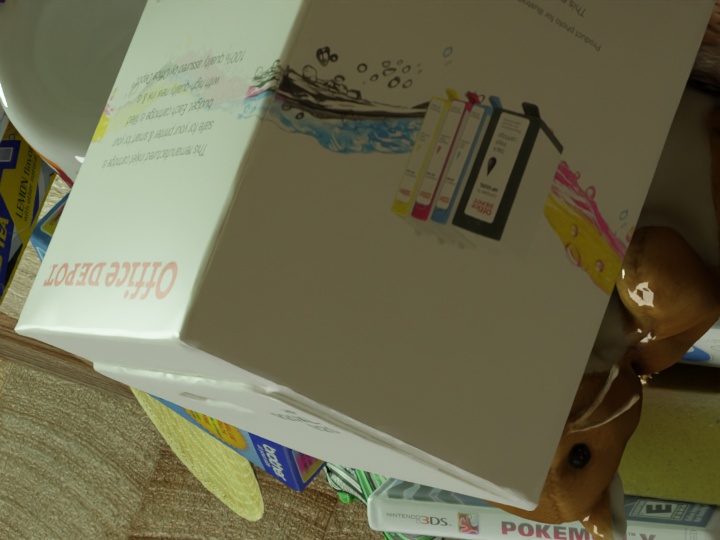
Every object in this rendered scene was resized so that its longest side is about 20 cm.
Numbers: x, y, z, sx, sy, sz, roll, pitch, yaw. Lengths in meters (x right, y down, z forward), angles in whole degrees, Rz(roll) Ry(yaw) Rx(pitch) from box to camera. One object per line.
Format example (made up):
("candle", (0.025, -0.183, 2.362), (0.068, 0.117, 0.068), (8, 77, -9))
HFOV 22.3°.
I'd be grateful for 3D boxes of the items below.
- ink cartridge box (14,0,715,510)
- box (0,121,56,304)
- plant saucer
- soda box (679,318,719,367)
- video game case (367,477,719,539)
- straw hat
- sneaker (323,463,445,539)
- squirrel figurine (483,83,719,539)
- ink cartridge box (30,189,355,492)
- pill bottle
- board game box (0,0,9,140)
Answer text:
("ink cartridge box", (0.001, -0.040, 0.628), (0.145, 0.200, 0.147), (26, 168, -27))
("box", (-0.198, -0.056, 0.916), (0.064, 0.200, 0.070), (11, 166, 42))
("plant saucer", (0.174, 0.063, 0.982), (0.200, 0.048, 0.200), (4, -163, 27))
("soda box", (0.181, 0.010, 0.885), (0.068, 0.064, 0.200), (28, 165, -40))
("video game case", (0.125, 0.101, 0.988), (0.182, 0.023, 0.200), (2, -163, 24))
("straw hat", (-0.094, 0.058, 1.199), (0.201, 0.085, 0.201), (45, 158, 24))
("sneaker", (-0.009, 0.092, 1.108), (0.078, 0.085, 0.200), (1, -145, -39))
("squirrel figurine", (0.101, 0.020, 0.774), (0.141, 0.187, 0.200), (19, 169, 9))
("ink cartridge box", (-0.073, 0.035, 1.011), (0.200, 0.076, 0.136), (28, 155, 25))
("pill bottle", (-0.094, -0.074, 0.873), (0.113, 0.113, 0.200), (19, 169, 11))
("board game box", (-0.243, -0.147, 0.812), (0.105, 0.103, 0.200), (12, 166, 40))
